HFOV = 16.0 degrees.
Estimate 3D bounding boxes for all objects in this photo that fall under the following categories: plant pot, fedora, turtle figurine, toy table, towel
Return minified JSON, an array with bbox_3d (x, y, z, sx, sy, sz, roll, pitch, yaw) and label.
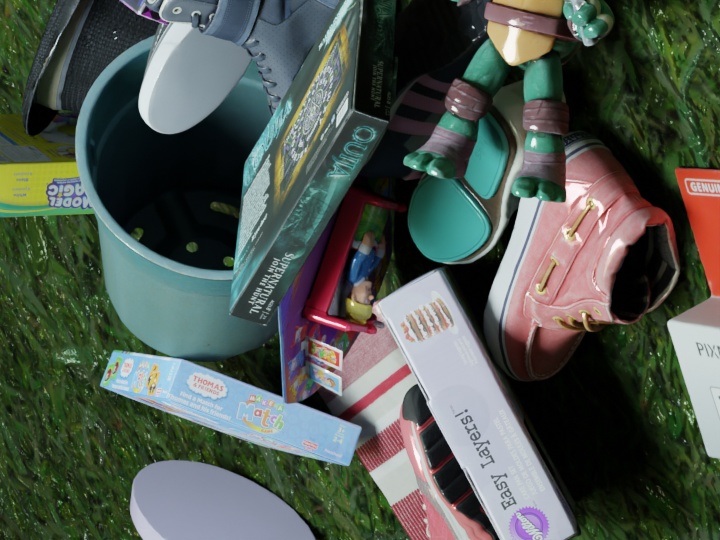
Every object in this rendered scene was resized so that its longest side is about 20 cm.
[{"bbox_3d":[-0.106,-0.040,1.839,0.200,0.200,0.196,52,158,18],"label":"plant pot"},{"bbox_3d":[-0.176,-0.168,1.900,0.092,0.201,0.201,26,146,1],"label":"fedora"},{"bbox_3d":[0.093,-0.146,1.477,0.150,0.101,0.200,17,101,39],"label":"turtle figurine"},{"bbox_3d":[-0.122,0.255,2.136,0.200,0.184,0.117,46,134,50],"label":"toy table"},{"bbox_3d":[0.042,0.127,1.899,0.200,0.023,0.144,58,150,6],"label":"towel"}]

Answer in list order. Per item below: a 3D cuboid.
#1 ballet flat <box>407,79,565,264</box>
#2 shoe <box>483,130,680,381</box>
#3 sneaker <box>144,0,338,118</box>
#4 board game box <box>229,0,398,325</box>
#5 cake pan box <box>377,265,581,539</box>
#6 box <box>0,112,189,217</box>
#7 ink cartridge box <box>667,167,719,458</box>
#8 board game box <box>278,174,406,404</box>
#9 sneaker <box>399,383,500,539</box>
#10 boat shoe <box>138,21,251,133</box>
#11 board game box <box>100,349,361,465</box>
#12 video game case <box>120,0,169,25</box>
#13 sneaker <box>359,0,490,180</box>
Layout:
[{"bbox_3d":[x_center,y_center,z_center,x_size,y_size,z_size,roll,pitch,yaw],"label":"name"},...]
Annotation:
[{"bbox_3d":[0.086,-0.062,1.617,0.069,0.069,0.200,55,156,13],"label":"ballet flat"},{"bbox_3d":[0.137,0.015,1.589,0.091,0.071,0.200,49,145,34],"label":"shoe"},{"bbox_3d":[-0.076,-0.143,1.681,0.077,0.146,0.202,-120,36,-59],"label":"sneaker"},{"bbox_3d":[-0.029,-0.078,1.585,0.200,0.028,0.135,123,159,-44],"label":"board game box"},{"bbox_3d":[0.080,0.094,1.686,0.200,0.052,0.184,62,-174,3],"label":"cake pan box"},{"bbox_3d":[-0.220,-0.083,1.963,0.117,0.200,0.048,34,121,48],"label":"box"},{"bbox_3d":[0.250,0.033,1.448,0.200,0.044,0.174,7,122,57],"label":"ink cartridge box"},{"bbox_3d":[0.000,0.000,1.734,0.039,0.158,0.200,21,139,20],"label":"board game box"},{"bbox_3d":[0.069,0.176,1.809,0.087,0.074,0.200,-24,94,48],"label":"sneaker"},{"bbox_3d":[-0.097,-0.188,1.736,0.057,0.069,0.200,40,105,42],"label":"boat shoe"},{"bbox_3d":[-0.102,0.104,1.969,0.037,0.151,0.200,-70,19,-6],"label":"board game box"},{"bbox_3d":[-0.154,-0.289,1.740,0.200,0.036,0.181,38,103,38],"label":"video game case"},{"bbox_3d":[0.059,-0.127,1.619,0.200,0.082,0.070,-43,46,43],"label":"sneaker"}]
